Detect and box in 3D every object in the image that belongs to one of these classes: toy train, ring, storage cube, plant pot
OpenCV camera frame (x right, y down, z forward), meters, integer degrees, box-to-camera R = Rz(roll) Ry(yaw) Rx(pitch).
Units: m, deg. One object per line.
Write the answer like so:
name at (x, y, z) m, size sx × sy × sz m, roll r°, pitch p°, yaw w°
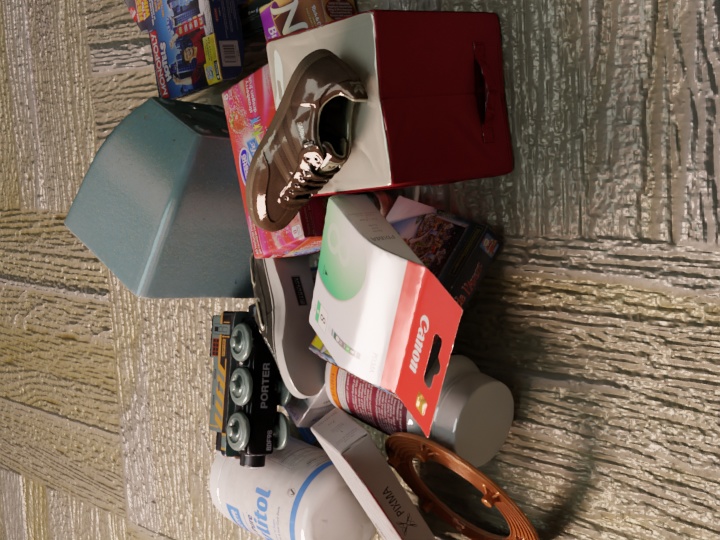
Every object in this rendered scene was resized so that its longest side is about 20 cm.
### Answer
toy train at (-0.139, 0.139, 1.438) m, size 0.114 × 0.085 × 0.202 m, roll 0°, pitch 87°, yaw 55°
ring at (0.103, 0.245, 1.251) m, size 0.200 × 0.019 × 0.201 m, roll 34°, pitch 157°, yaw 17°
storage cube at (0.028, -0.169, 1.222) m, size 0.199 × 0.179 × 0.173 m, roll -2°, pitch 96°, yaw 47°
plant pot at (-0.216, -0.100, 1.458) m, size 0.195 × 0.195 × 0.201 m, roll 37°, pitch 114°, yaw 38°

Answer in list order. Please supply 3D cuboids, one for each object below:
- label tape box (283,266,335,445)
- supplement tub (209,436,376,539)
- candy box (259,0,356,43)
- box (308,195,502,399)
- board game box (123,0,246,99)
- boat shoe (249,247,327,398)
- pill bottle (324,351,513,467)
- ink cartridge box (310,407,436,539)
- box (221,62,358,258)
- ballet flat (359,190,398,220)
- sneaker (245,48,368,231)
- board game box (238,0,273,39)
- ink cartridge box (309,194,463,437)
label tape box at (-0.079, 0.116, 1.483) m, size 0.144 × 0.066 × 0.200 m, roll 54°, pitch 131°, yaw 26°
supplement tub at (-0.082, 0.280, 1.469) m, size 0.199 × 0.131 × 0.133 m, roll 12°, pitch 106°, yaw 46°
candy box at (-0.047, -0.233, 1.386) m, size 0.116 × 0.056 × 0.202 m, roll -15°, pitch 88°, yaw 49°
box at (0.047, 0.027, 1.263) m, size 0.136 × 0.038 × 0.201 m, roll 23°, pitch 78°, yaw 43°
board game box at (-0.227, -0.327, 1.524) m, size 0.199 × 0.061 × 0.202 m, roll -6°, pitch 94°, yaw 50°
boat shoe at (-0.085, 0.053, 1.359) m, size 0.064 × 0.070 × 0.202 m, roll -28°, pitch 65°, yaw 45°
pill bottle at (0.064, 0.135, 1.290) m, size 0.199 × 0.114 × 0.115 m, roll 22°, pitch 113°, yaw 44°
ink cartridge box at (0.037, 0.262, 1.288) m, size 0.201 × 0.045 × 0.176 m, roll 59°, pitch 168°, yaw -23°
box at (-0.076, -0.122, 1.321) m, size 0.099 × 0.095 × 0.202 m, roll -19°, pitch 80°, yaw 48°
ballet flat at (0.000, 0.000, 1.365) m, size 0.068 × 0.067 × 0.201 m, roll 44°, pitch 119°, yaw 36°
sneaker at (-0.053, -0.110, 1.138) m, size 0.076 × 0.070 × 0.201 m, roll 43°, pitch 127°, yaw 33°
board game box at (-0.169, -0.366, 1.518) m, size 0.199 × 0.028 × 0.137 m, roll -5°, pitch 93°, yaw 49°
ink cartridge box at (0.017, 0.044, 1.151) m, size 0.200 × 0.050 × 0.162 m, roll 55°, pitch 143°, yaw 45°
